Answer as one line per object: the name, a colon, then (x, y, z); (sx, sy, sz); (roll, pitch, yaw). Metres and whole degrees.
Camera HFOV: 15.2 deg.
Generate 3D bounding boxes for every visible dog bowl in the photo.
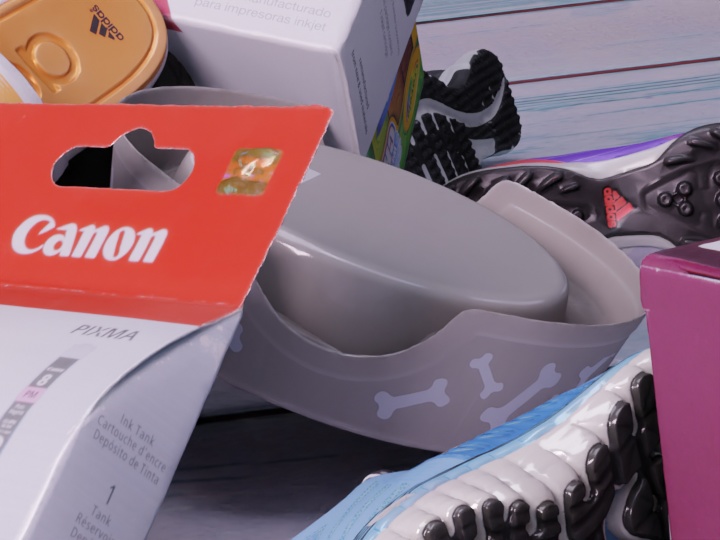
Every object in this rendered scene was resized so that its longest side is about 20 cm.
dog bowl: (0.000, 0.000, 0.950); (0.199, 0.059, 0.200); (19, 16, -5)

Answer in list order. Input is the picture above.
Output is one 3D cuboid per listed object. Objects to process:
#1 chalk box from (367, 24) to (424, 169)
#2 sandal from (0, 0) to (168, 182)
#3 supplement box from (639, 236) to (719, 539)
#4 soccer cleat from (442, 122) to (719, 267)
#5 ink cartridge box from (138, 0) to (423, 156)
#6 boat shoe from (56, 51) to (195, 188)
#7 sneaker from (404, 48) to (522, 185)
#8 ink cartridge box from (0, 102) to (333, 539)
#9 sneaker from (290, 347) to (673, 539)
chalk box: (-0.044, -0.075, 1.213); (0.123, 0.125, 0.200); (6, -29, 12)
sandal: (-0.127, -0.062, 0.925); (0.059, 0.079, 0.207); (-42, 4, 46)
supplement box: (0.181, 0.035, 0.725); (0.199, 0.111, 0.085); (-14, 14, -30)
soccer cleat: (0.125, -0.027, 1.171); (0.199, 0.069, 0.073); (-7, 4, 4)
ink cartridge box: (-0.040, -0.156, 1.093); (0.144, 0.084, 0.201); (12, 60, 14)
boat shoe: (-0.148, -0.034, 0.990); (0.199, 0.076, 0.074); (-9, -12, -39)
sneaker: (0.024, -0.067, 1.436); (0.080, 0.074, 0.200); (-17, 3, 21)
ink cartridge box: (-0.114, 0.025, 0.784); (0.162, 0.201, 0.057); (4, -24, 42)
sneaker: (0.036, 0.067, 0.737); (0.090, 0.079, 0.199); (0, 13, 42)
